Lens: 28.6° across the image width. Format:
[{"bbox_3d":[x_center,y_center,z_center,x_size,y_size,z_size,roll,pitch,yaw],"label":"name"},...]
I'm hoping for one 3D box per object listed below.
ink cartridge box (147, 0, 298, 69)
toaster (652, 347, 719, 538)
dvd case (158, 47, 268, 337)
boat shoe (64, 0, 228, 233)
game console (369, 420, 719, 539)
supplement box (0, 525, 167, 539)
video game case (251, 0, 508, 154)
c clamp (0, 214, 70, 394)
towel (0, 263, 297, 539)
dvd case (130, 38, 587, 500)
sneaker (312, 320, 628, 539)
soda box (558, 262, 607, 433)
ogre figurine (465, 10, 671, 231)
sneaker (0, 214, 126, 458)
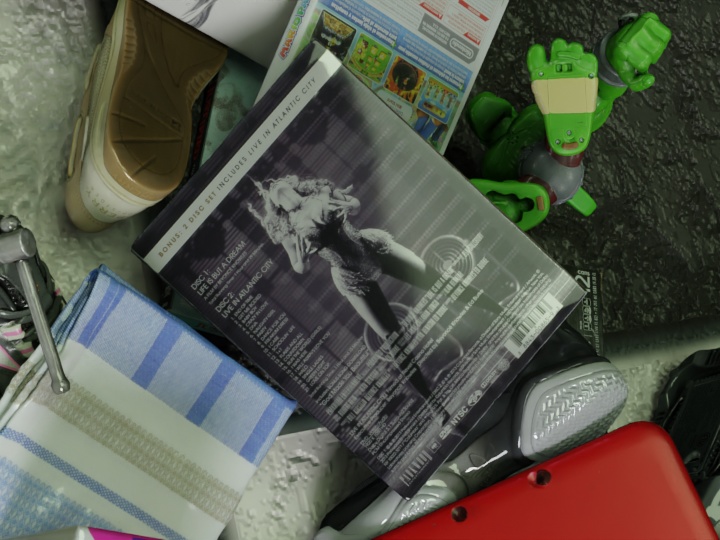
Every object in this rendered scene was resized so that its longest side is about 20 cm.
[{"bbox_3d":[-0.089,-0.221,0.808,0.199,0.082,0.148,26,47,-38],"label":"ink cartridge box"},{"bbox_3d":[0.251,0.135,0.903,0.129,0.113,0.201,41,57,-14],"label":"toaster"},{"bbox_3d":[-0.035,-0.046,0.862,0.145,0.022,0.202,19,65,-22],"label":"dvd case"},{"bbox_3d":[-0.126,-0.105,0.805,0.072,0.065,0.202,35,40,-28],"label":"boat shoe"},{"bbox_3d":[0.109,0.208,0.775,0.198,0.173,0.119,-23,45,-2],"label":"game console"},{"bbox_3d":[-0.114,0.223,0.625,0.100,0.103,0.203,16,68,-31],"label":"supplement box"},{"bbox_3d":[0.015,-0.124,0.810,0.143,0.018,0.202,23,90,-47],"label":"video game case"},{"bbox_3d":[-0.244,-0.014,0.672,0.027,0.198,0.173,-20,102,-73],"label":"c clamp"},{"bbox_3d":[-0.131,0.116,0.705,0.147,0.024,0.201,38,77,-29],"label":"towel"},{"bbox_3d":[0.000,0.000,0.751,0.200,0.016,0.149,42,86,-4],"label":"dvd case"},{"bbox_3d":[0.046,0.082,0.809,0.199,0.075,0.114,-33,60,7],"label":"sneaker"},{"bbox_3d":[0.107,0.097,0.865,0.070,0.063,0.203,10,69,-24],"label":"soda box"},{"bbox_3d":[0.102,-0.067,0.854,0.097,0.120,0.202,23,95,4],"label":"ogre figurine"},{"bbox_3d":[-0.181,0.024,0.713,0.200,0.086,0.081,41,46,-11],"label":"sneaker"}]
